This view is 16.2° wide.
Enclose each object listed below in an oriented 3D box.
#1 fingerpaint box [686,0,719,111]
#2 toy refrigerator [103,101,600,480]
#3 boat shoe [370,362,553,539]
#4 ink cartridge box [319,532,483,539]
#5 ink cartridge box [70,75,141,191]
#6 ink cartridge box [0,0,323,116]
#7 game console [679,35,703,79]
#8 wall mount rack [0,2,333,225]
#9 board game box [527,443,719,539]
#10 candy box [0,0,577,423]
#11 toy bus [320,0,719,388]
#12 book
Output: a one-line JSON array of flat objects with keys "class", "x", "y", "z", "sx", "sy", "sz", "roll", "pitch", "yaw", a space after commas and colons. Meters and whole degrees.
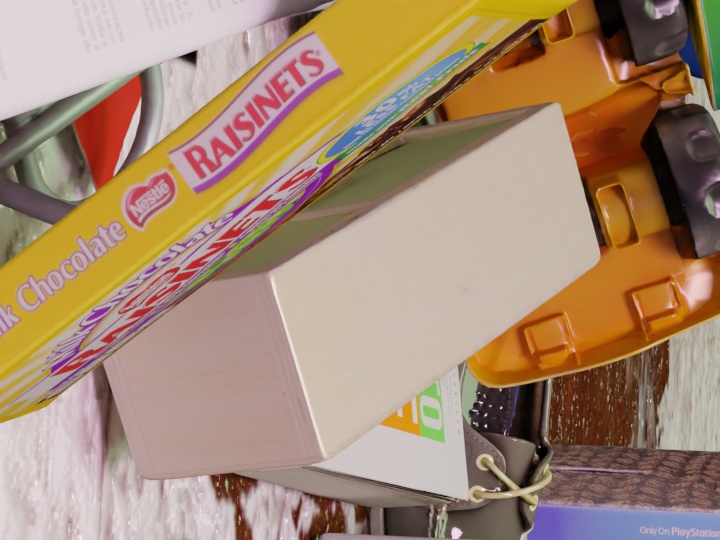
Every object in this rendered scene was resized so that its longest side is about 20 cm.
[{"class": "fingerpaint box", "x": 0.141, "y": -0.188, "z": 0.958, "sx": 0.200, "sy": 0.073, "sz": 0.167, "roll": 68, "pitch": 10, "yaw": -57}, {"class": "toy refrigerator", "x": 0.000, "y": 0.000, "z": 0.859, "sx": 0.200, "sy": 0.076, "sz": 0.070, "roll": -32, "pitch": 110, "yaw": -53}, {"class": "boat shoe", "x": 0.051, "y": 0.076, "z": 1.116, "sx": 0.072, "sy": 0.060, "sz": 0.202, "roll": 15, "pitch": 71, "yaw": -38}, {"class": "ink cartridge box", "x": 0.044, "y": 0.210, "z": 0.996, "sx": 0.083, "sy": 0.146, "sz": 0.201, "roll": 58, "pitch": 36, "yaw": -59}, {"class": "ink cartridge box", "x": -0.056, "y": -0.146, "z": 0.797, "sx": 0.162, "sy": 0.050, "sz": 0.200, "roll": 74, "pitch": 22, "yaw": -43}, {"class": "ink cartridge box", "x": -0.067, "y": -0.131, "z": 0.609, "sx": 0.200, "sy": 0.050, "sz": 0.163, "roll": -28, "pitch": 105, "yaw": -57}, {"class": "game console", "x": 0.131, "y": -0.224, "z": 1.294, "sx": 0.200, "sy": 0.118, "sz": 0.171, "roll": 75, "pitch": 24, "yaw": -45}, {"class": "wall mount rack", "x": -0.048, "y": -0.106, "z": 0.716, "sx": 0.174, "sy": 0.074, "sz": 0.201, "roll": -41, "pitch": 137, "yaw": -38}, {"class": "board game box", "x": 0.114, "y": 0.191, "z": 1.207, "sx": 0.097, "sy": 0.159, "sz": 0.201, "roll": -38, "pitch": 127, "yaw": -68}, {"class": "candy box", "x": -0.037, "y": -0.021, "z": 0.663, "sx": 0.026, "sy": 0.200, "sz": 0.102, "roll": 55, "pitch": 17, "yaw": 8}, {"class": "toy bus", "x": 0.068, "y": -0.074, "z": 1.045, "sx": 0.192, "sy": 0.135, "sz": 0.201, "roll": -90, "pitch": 161, "yaw": -78}, {"class": "book", "x": -0.007, "y": 0.020, "z": 0.997, "sx": 0.200, "sy": 0.048, "sz": 0.134, "roll": 26, "pitch": 60, "yaw": -71}]
